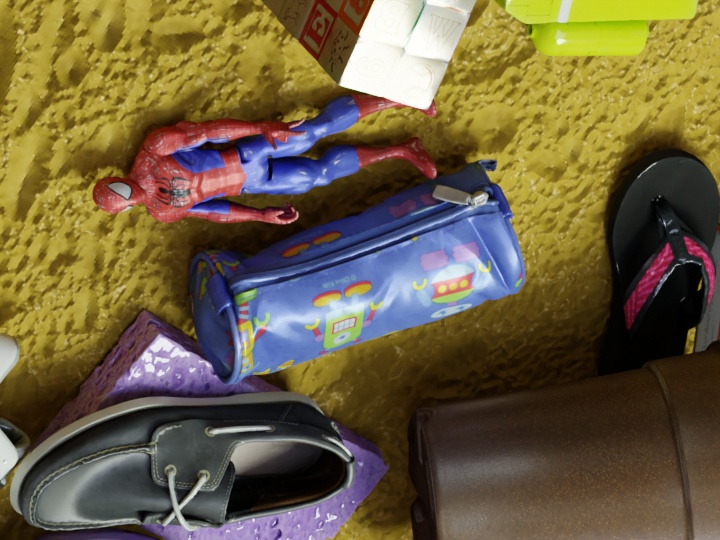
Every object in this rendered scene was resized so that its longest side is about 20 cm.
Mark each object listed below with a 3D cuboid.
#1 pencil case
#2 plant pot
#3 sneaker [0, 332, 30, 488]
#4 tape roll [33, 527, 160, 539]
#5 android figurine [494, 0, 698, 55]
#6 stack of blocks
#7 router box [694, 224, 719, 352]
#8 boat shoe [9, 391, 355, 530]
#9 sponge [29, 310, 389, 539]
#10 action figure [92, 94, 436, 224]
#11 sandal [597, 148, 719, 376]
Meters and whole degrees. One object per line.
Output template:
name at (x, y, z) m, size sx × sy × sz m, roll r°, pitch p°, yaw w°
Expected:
pencil case at (0.000, 0.000, 1.520) m, size 0.199 × 0.078 × 0.087 m, roll -18°, pitch 150°, yaw -15°
plant pot at (0.133, 0.148, 1.605) m, size 0.197 × 0.201 × 0.201 m, roll -4°, pitch 123°, yaw -5°
sneaker at (-0.229, 0.121, 1.488) m, size 0.088 × 0.074 × 0.201 m, roll -1°, pitch 120°, yaw -23°
tape roll at (-0.154, 0.253, 1.553) m, size 0.199 × 0.066 × 0.201 m, roll 0°, pitch 91°, yaw -9°
android figurine at (0.139, -0.202, 1.486) m, size 0.199 × 0.041 × 0.183 m, roll -5°, pitch 122°, yaw -24°
stack of blocks at (0.029, -0.201, 1.386) m, size 0.058 × 0.115 × 0.201 m, roll 13°, pitch 112°, yaw -32°
router box at (0.269, 0.095, 1.647) m, size 0.049 × 0.180 × 0.201 m, roll -9°, pitch 124°, yaw -20°
boat shoe at (-0.100, 0.115, 1.511) m, size 0.199 × 0.068 × 0.072 m, roll -7°, pitch 124°, yaw -25°
sponge at (-0.087, 0.113, 1.580) m, size 0.200 × 0.030 × 0.112 m, roll 32°, pitch 101°, yaw -37°
action figure at (-0.053, -0.060, 1.479) m, size 0.199 × 0.052 × 0.066 m, roll -12°, pitch 128°, yaw -16°
sandal at (0.189, 0.016, 1.643) m, size 0.075 × 0.045 × 0.201 m, roll -8°, pitch 123°, yaw -20°
